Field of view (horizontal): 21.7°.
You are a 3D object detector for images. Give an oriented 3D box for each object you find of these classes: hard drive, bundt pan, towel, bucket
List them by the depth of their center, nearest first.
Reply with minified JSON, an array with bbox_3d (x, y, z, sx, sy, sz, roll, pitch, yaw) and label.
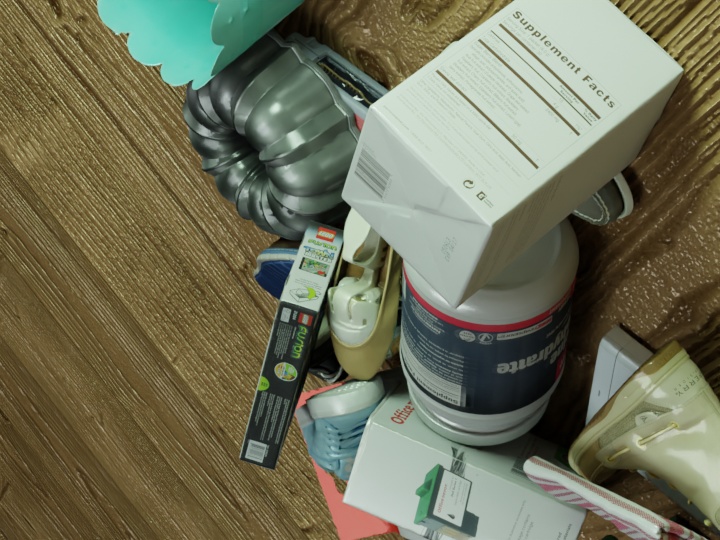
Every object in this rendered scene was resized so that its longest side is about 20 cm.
[{"bbox_3d":[0.233,0.209,1.485,0.200,0.030,0.146,30,174,-42],"label":"towel"},{"bbox_3d":[0.269,0.147,1.523,0.200,0.027,0.132,39,150,27],"label":"hard drive"},{"bbox_3d":[-0.136,-0.270,1.554,0.207,0.135,0.208,38,149,28],"label":"bucket"},{"bbox_3d":[-0.083,-0.111,1.653,0.202,0.076,0.202,39,152,26],"label":"bundt pan"}]

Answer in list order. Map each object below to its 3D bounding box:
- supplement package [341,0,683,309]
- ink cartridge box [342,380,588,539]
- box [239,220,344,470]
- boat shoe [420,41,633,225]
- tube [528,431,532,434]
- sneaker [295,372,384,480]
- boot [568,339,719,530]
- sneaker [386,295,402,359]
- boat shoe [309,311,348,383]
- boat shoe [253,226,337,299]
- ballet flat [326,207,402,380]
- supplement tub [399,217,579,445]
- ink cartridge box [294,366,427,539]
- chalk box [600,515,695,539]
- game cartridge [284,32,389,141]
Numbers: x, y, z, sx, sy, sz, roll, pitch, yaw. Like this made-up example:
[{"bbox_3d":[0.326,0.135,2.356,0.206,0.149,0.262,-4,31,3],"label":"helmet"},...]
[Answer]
[{"bbox_3d":[0.104,-0.095,1.303,0.120,0.200,0.121,45,152,14],"label":"supplement package"},{"bbox_3d":[0.099,0.183,1.626,0.199,0.146,0.085,22,104,9],"label":"ink cartridge box"},{"bbox_3d":[-0.060,0.067,1.638,0.035,0.110,0.201,17,132,1],"label":"box"},{"bbox_3d":[0.119,-0.095,1.435,0.202,0.060,0.072,41,151,23],"label":"boat shoe"},{"bbox_3d":[0.131,0.152,1.740,0.200,0.050,0.078,52,145,16],"label":"tube"},{"bbox_3d":[-0.008,0.144,1.684,0.200,0.074,0.082,125,123,-79],"label":"sneaker"},{"bbox_3d":[0.251,0.156,1.461,0.155,0.073,0.200,46,149,12],"label":"boot"},{"bbox_3d":[0.006,0.035,1.700,0.200,0.075,0.088,-136,21,-83],"label":"sneaker"},{"bbox_3d":[-0.029,0.074,1.815,0.068,0.072,0.200,56,-178,0],"label":"boat shoe"},{"bbox_3d":[-0.055,-0.017,1.765,0.072,0.073,0.200,35,169,-10],"label":"boat shoe"},{"bbox_3d":[0.000,0.000,1.567,0.068,0.063,0.201,22,110,32],"label":"ballet flat"},{"bbox_3d":[0.102,0.036,1.533,0.140,0.140,0.201,38,150,27],"label":"supplement tub"},{"bbox_3d":[0.023,0.179,1.775,0.199,0.047,0.161,-16,97,35],"label":"ink cartridge box"},{"bbox_3d":[0.268,0.311,1.616,0.200,0.125,0.124,38,150,31],"label":"chalk box"},{"bbox_3d":[0.007,-0.107,1.634,0.200,0.041,0.133,39,154,27],"label":"game cartridge"}]
